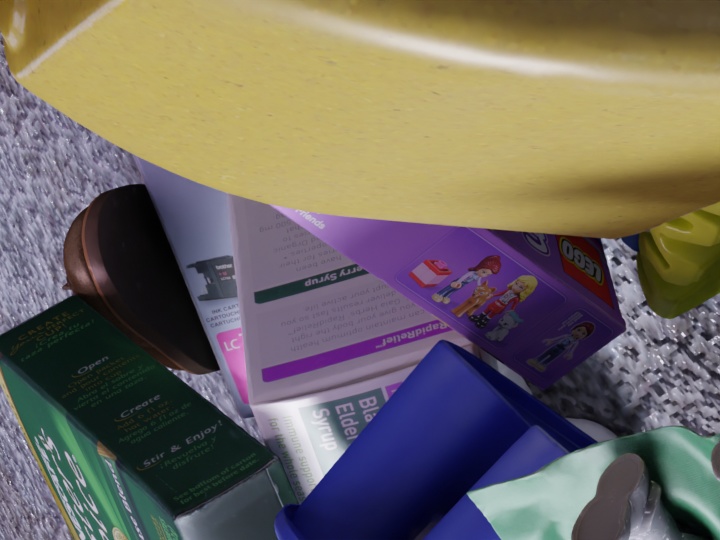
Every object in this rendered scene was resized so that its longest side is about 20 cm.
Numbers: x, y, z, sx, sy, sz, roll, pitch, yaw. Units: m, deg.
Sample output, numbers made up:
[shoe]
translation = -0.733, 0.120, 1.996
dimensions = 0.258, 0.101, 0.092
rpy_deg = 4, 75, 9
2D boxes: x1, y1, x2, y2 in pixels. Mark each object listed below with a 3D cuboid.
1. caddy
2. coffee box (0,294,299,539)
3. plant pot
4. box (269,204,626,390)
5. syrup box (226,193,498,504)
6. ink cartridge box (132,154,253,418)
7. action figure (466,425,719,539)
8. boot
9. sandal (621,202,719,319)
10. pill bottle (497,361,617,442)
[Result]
[caddy]
translation = 0.063, 0.113, 0.813
dimensions = 0.200, 0.105, 0.141
rpy_deg = 35, -177, -31
[coffee box]
translation = -0.064, 0.093, 0.942
dimensions = 0.200, 0.044, 0.124
rpy_deg = 32, 148, 59
[plant pot]
translation = 0.013, -0.115, 0.665
dimensions = 0.195, 0.199, 0.196
rpy_deg = 159, 107, -65
[box]
translation = -0.004, -0.064, 0.830
dimensions = 0.200, 0.039, 0.137
rpy_deg = 34, -150, -35
[syrup box]
translation = 0.000, 0.000, 0.939
dimensions = 0.201, 0.081, 0.079
rpy_deg = -98, -9, -50
[ink cartridge box]
translation = -0.059, -0.056, 1.068
dimensions = 0.120, 0.042, 0.201
rpy_deg = -84, -25, -58
[action figure]
translation = 0.125, 0.113, 0.715
dimensions = 0.117, 0.055, 0.200
rpy_deg = -12, 135, 30
[boot]
translation = -0.093, 0.014, 1.094
dimensions = 0.200, 0.075, 0.074
rpy_deg = 34, -133, -75
[sandal]
translation = 0.101, -0.064, 0.806
dimensions = 0.087, 0.079, 0.200
rpy_deg = 50, 154, 18
[pill bottle]
translation = 0.081, 0.137, 1.048
dimensions = 0.201, 0.111, 0.111
rpy_deg = 58, 155, -6
